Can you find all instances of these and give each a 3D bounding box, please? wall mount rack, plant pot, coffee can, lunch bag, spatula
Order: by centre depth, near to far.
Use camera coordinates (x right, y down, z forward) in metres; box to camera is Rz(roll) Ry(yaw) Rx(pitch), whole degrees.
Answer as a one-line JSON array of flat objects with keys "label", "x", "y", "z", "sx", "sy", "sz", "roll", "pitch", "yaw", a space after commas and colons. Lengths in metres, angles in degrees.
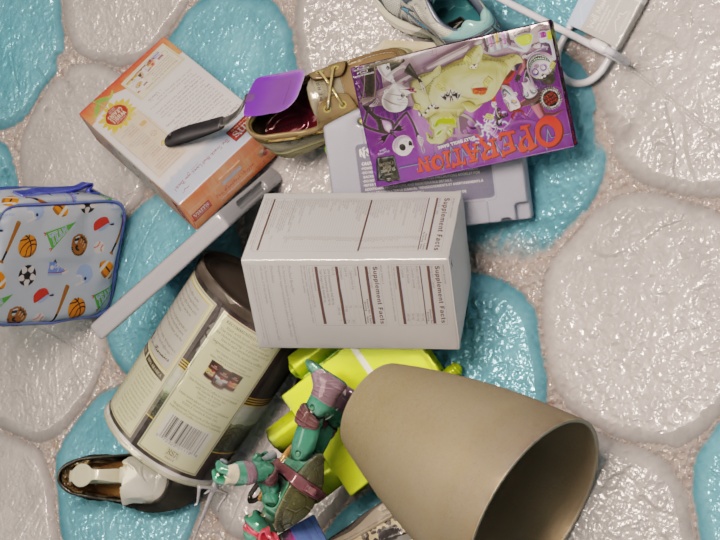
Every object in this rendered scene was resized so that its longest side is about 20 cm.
[{"label": "plant pot", "x": 0.083, "y": 0.170, "z": 1.427, "sx": 0.199, "sy": 0.187, "sz": 0.189, "roll": 31, "pitch": 100, "yaw": 33}, {"label": "wall mount rack", "x": 0.209, "y": -0.286, "z": 1.487, "sx": 0.173, "sy": 0.074, "sz": 0.201, "roll": 33, "pitch": 101, "yaw": 35}, {"label": "spatula", "x": -0.137, "y": -0.161, "z": 1.625, "sx": 0.199, "sy": 0.021, "sz": 0.057, "roll": -20, "pitch": 43, "yaw": 41}, {"label": "coffee can", "x": -0.156, "y": 0.102, "z": 1.633, "sx": 0.146, "sy": 0.146, "sz": 0.201, "roll": 44, "pitch": 107, "yaw": 32}, {"label": "lunch bag", "x": -0.356, "y": -0.023, "z": 1.765, "sx": 0.075, "sy": 0.199, "sz": 0.162, "roll": 20, "pitch": 107, "yaw": 37}]

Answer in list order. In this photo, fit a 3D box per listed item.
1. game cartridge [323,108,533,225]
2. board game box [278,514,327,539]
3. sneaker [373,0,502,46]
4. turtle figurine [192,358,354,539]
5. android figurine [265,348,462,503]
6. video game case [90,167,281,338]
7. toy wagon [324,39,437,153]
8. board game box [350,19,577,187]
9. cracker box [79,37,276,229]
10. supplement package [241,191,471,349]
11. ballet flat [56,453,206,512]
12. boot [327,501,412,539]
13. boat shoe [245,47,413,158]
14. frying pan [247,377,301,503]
[{"label": "game cartridge", "x": 0.065, "y": -0.107, "z": 1.534, "sx": 0.198, "sy": 0.041, "sz": 0.134, "roll": -5, "pitch": 101, "yaw": 18}, {"label": "board game box", "x": -0.067, "y": 0.370, "z": 1.532, "sx": 0.200, "sy": 0.043, "sz": 0.200, "roll": -39, "pitch": 77, "yaw": 40}, {"label": "sneaker", "x": 0.077, "y": -0.271, "z": 1.555, "sx": 0.077, "sy": 0.087, "sz": 0.200, "roll": -39, "pitch": 55, "yaw": -12}, {"label": "turtle figurine", "x": -0.075, "y": 0.186, "z": 1.475, "sx": 0.100, "sy": 0.150, "sz": 0.201, "roll": 34, "pitch": 84, "yaw": 6}, {"label": "android figurine", "x": 0.008, "y": 0.135, "z": 1.547, "sx": 0.200, "sy": 0.041, "sz": 0.183, "roll": -39, "pitch": 79, "yaw": 8}, {"label": "video game case", "x": -0.183, "y": -0.021, "z": 1.663, "sx": 0.200, "sy": 0.182, "sz": 0.022, "roll": -40, "pitch": 95, "yaw": 23}, {"label": "toy wagon", "x": 0.035, "y": -0.135, "z": 1.606, "sx": 0.154, "sy": 0.039, "sz": 0.202, "roll": 9, "pitch": 88, "yaw": 36}, {"label": "board game box", "x": 0.097, "y": -0.157, "z": 1.484, "sx": 0.198, "sy": 0.032, "sz": 0.121, "roll": -11, "pitch": 100, "yaw": 18}, {"label": "cracker box", "x": -0.200, "y": -0.154, "z": 1.732, "sx": 0.134, "sy": 0.058, "sz": 0.200, "roll": -43, "pitch": 56, "yaw": -10}, {"label": "supplement package", "x": 0.000, "y": 0.000, "z": 1.500, "sx": 0.198, "sy": 0.110, "sz": 0.114, "roll": 0, "pitch": 38, "yaw": 13}, {"label": "ballet flat", "x": -0.257, "y": 0.233, "z": 1.729, "sx": 0.199, "sy": 0.068, "sz": 0.069, "roll": -8, "pitch": 77, "yaw": 34}, {"label": "boot", "x": 0.022, "y": 0.322, "z": 1.520, "sx": 0.200, "sy": 0.073, "sz": 0.151, "roll": -40, "pitch": 63, "yaw": 20}, {"label": "boat shoe", "x": -0.031, "y": -0.171, "z": 1.592, "sx": 0.199, "sy": 0.066, "sz": 0.075, "roll": -27, "pitch": 68, "yaw": 30}, {"label": "frying pan", "x": -0.037, "y": 0.175, "z": 1.606, "sx": 0.114, "sy": 0.031, "sz": 0.192, "roll": 25, "pitch": 97, "yaw": 33}]
